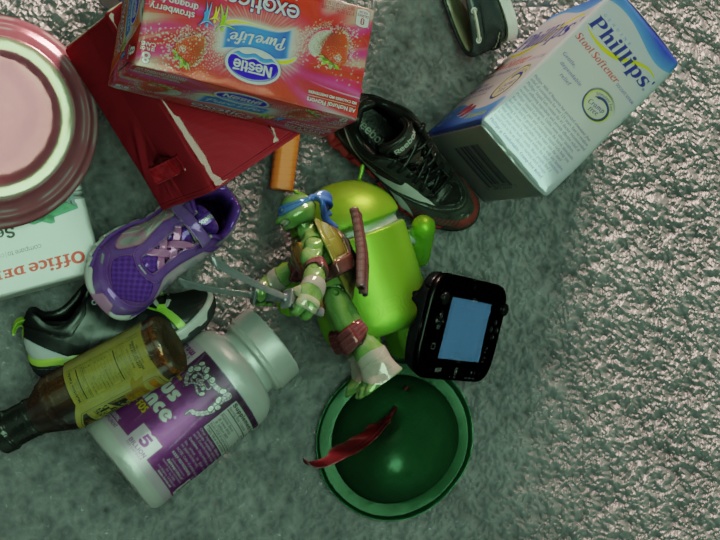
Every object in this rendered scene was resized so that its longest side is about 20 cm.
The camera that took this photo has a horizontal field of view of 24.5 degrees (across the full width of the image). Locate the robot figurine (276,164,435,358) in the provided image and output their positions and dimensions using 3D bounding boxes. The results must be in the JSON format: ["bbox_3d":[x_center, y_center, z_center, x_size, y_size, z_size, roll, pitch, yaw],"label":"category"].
[{"bbox_3d":[0.000,0.000,1.676,0.175,0.116,0.201,-20,94,-13],"label":"robot figurine"}]

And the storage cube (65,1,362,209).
[{"bbox_3d":[-0.138,-0.182,1.517,0.200,0.171,0.180,-34,99,-20],"label":"storage cube"}]

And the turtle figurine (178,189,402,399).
[{"bbox_3d":[-0.060,0.041,1.564,0.200,0.144,0.194,-37,95,-42],"label":"turtle figurine"}]

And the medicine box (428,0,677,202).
[{"bbox_3d":[0.193,-0.173,1.692,0.200,0.182,0.103,-45,100,-11],"label":"medicine box"}]

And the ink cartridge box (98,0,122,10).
[{"bbox_3d":[-0.143,-0.309,1.656,0.144,0.084,0.201,36,81,-12],"label":"ink cartridge box"}]

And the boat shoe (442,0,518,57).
[{"bbox_3d":[0.099,-0.321,1.725,0.060,0.076,0.201,-28,96,-19],"label":"boat shoe"}]

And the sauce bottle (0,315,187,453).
[{"bbox_3d":[-0.263,0.113,1.583,0.199,0.066,0.066,-28,97,13],"label":"sauce bottle"}]

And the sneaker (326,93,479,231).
[{"bbox_3d":[0.049,-0.111,1.699,0.200,0.098,0.071,40,77,-12],"label":"sneaker"}]

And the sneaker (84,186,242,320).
[{"bbox_3d":[-0.183,-0.027,1.597,0.081,0.088,0.200,58,42,-11],"label":"sneaker"}]

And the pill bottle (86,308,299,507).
[{"bbox_3d":[-0.161,0.131,1.636,0.200,0.112,0.112,-40,99,-12],"label":"pill bottle"}]

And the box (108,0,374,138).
[{"bbox_3d":[-0.100,-0.186,1.389,0.199,0.095,0.100,12,81,-21],"label":"box"}]

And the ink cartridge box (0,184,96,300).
[{"bbox_3d":[-0.343,-0.075,1.603,0.145,0.084,0.201,-16,93,-14],"label":"ink cartridge box"}]

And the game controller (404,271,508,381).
[{"bbox_3d":[0.099,0.059,1.679,0.042,0.200,0.105,4,87,26],"label":"game controller"}]

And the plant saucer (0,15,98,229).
[{"bbox_3d":[-0.341,-0.139,1.535,0.199,0.051,0.202,0,89,-14],"label":"plant saucer"}]

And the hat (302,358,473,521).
[{"bbox_3d":[0.047,0.183,1.655,0.200,0.176,0.166,-36,98,-12],"label":"hat"}]

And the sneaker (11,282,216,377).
[{"bbox_3d":[-0.240,0.044,1.623,0.199,0.072,0.083,-18,111,-10],"label":"sneaker"}]

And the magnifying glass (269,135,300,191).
[{"bbox_3d":[-0.069,-0.182,1.708,0.079,0.022,0.201,8,89,-14],"label":"magnifying glass"}]
